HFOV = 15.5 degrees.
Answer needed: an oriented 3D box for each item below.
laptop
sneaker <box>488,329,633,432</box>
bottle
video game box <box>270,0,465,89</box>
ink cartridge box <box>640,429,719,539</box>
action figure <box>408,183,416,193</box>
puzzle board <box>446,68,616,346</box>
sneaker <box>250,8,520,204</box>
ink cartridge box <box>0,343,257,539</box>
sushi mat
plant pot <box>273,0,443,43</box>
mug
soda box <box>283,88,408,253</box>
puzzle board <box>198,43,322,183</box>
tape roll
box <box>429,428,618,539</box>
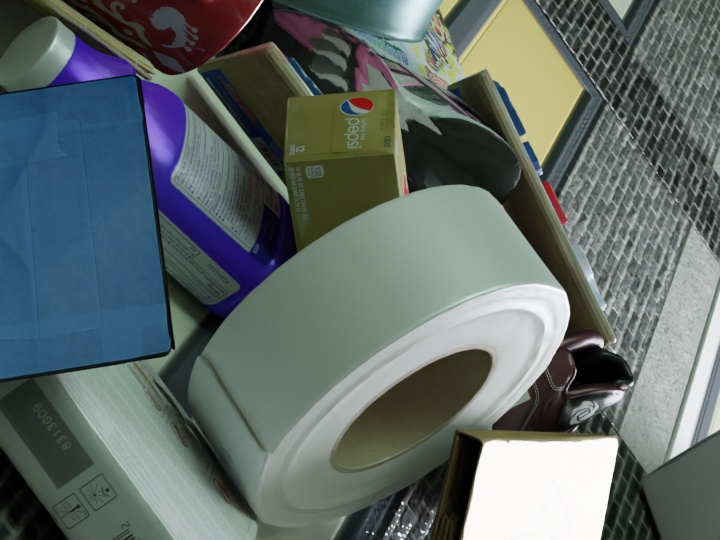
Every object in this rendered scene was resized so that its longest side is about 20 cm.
[{"bbox_3d":[-0.200,-0.048,1.205,0.200,0.116,0.188,38,28,-39],"label":"laptop"},{"bbox_3d":[0.115,0.093,1.610,0.200,0.115,0.076,64,2,-72],"label":"sneaker"},{"bbox_3d":[-0.116,-0.059,1.460,0.200,0.065,0.084,43,29,-31],"label":"bottle"},{"bbox_3d":[0.003,-0.176,1.897,0.200,0.047,0.183,27,39,-51],"label":"video game box"},{"bbox_3d":[0.304,0.220,1.945,0.200,0.084,0.146,31,34,-49],"label":"ink cartridge box"},{"bbox_3d":[0.082,0.014,1.780,0.201,0.069,0.130,56,27,4],"label":"action figure"},{"bbox_3d":[0.118,-0.044,1.824,0.201,0.017,0.151,65,-5,-3],"label":"puzzle board"},{"bbox_3d":[0.010,-0.106,1.758,0.199,0.081,0.086,35,13,-14],"label":"sneaker"},{"bbox_3d":[-0.118,0.093,1.310,0.160,0.047,0.200,54,6,-7],"label":"ink cartridge box"},{"bbox_3d":[-0.199,-0.164,1.438,0.095,0.012,0.200,28,-5,46],"label":"sushi mat"},{"bbox_3d":[0.007,-0.256,1.718,0.199,0.189,0.200,18,11,-4],"label":"plant pot"},{"bbox_3d":[-0.147,-0.197,1.463,0.200,0.133,0.178,39,23,-28],"label":"mug"},{"bbox_3d":[0.000,0.000,1.504,0.068,0.063,0.201,-88,171,-54],"label":"soda box"},{"bbox_3d":[-0.014,-0.053,1.604,0.200,0.017,0.151,53,-14,-12],"label":"puzzle board"},{"bbox_3d":[0.010,0.047,1.389,0.071,0.202,0.202,55,20,22],"label":"tape roll"},{"bbox_3d":[0.086,0.171,1.501,0.200,0.021,0.165,8,95,-62],"label":"box"}]
